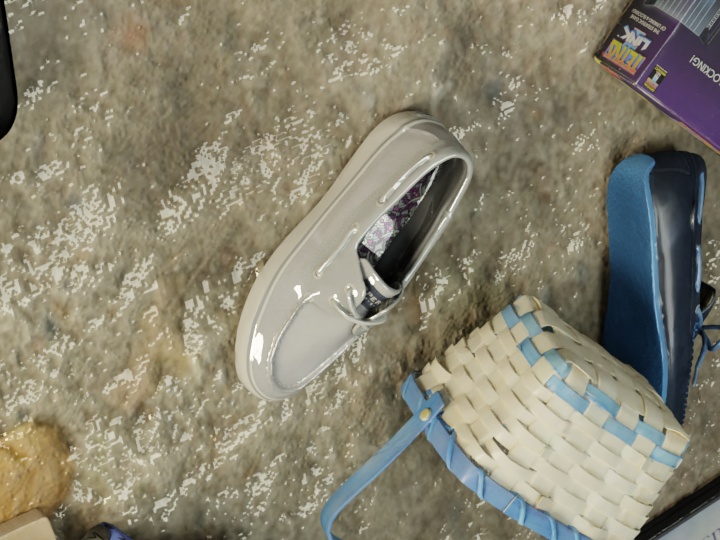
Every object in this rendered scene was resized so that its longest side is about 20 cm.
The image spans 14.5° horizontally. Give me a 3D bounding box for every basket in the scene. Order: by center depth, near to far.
[{"bbox_3d":[0.095,0.131,1.782,0.176,0.139,0.200,35,100,-33],"label":"basket"}]

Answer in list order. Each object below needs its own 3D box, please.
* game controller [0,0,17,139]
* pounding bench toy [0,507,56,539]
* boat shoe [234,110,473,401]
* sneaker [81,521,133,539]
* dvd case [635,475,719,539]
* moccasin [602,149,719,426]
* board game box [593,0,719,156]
[{"bbox_3d":[-0.244,-0.150,1.509,0.104,0.042,0.201,-18,120,-22],"label":"game controller"},{"bbox_3d":[-0.191,0.279,1.676,0.124,0.156,0.201,-24,123,-18],"label":"pounding bench toy"},{"bbox_3d":[0.000,0.000,1.706,0.200,0.068,0.072,-51,127,1],"label":"boat shoe"},{"bbox_3d":[-0.100,0.196,1.752,0.200,0.075,0.079,38,83,-45],"label":"sneaker"},{"bbox_3d":[0.252,0.240,2.002,0.142,0.018,0.201,-31,125,-13],"label":"dvd case"},{"bbox_3d":[0.204,0.020,1.829,0.068,0.080,0.201,-15,121,-28],"label":"moccasin"},{"bbox_3d":[0.268,-0.147,1.800,0.200,0.057,0.166,32,94,-37],"label":"board game box"}]
